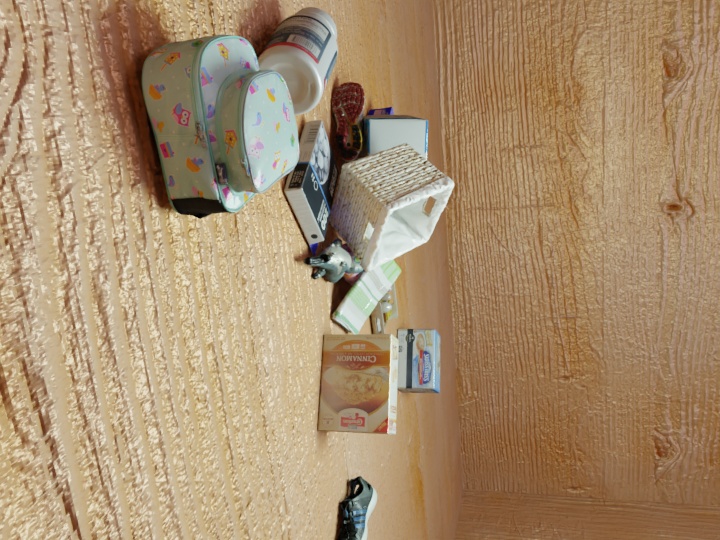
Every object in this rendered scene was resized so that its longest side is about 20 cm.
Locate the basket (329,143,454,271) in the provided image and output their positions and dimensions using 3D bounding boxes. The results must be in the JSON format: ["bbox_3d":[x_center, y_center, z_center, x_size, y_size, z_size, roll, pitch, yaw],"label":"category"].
[{"bbox_3d":[0.062,-0.142,1.298,0.199,0.161,0.199,-25,153,-30],"label":"basket"}]

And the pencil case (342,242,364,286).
[{"bbox_3d":[0.000,0.000,1.432,0.200,0.087,0.088,55,36,-64],"label":"pencil case"}]

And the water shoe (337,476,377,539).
[{"bbox_3d":[-0.024,0.559,1.358,0.079,0.071,0.200,53,29,-16],"label":"water shoe"}]

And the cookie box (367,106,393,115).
[{"bbox_3d":[0.064,-0.332,1.711,0.172,0.075,0.201,-76,157,-45],"label":"cookie box"}]

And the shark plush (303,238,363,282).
[{"bbox_3d":[-0.062,-0.003,1.233,0.091,0.083,0.200,49,11,2],"label":"shark plush"}]

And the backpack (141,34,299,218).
[{"bbox_3d":[-0.170,-0.186,0.740,0.176,0.152,0.201,-55,134,-56],"label":"backpack"}]

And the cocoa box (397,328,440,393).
[{"bbox_3d":[0.197,0.305,2.012,0.133,0.130,0.202,46,44,-67],"label":"cocoa box"}]

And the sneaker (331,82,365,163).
[{"bbox_3d":[-0.030,-0.348,1.413,0.082,0.077,0.202,83,11,-79],"label":"sneaker"}]

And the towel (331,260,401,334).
[{"bbox_3d":[0.020,0.054,1.406,0.200,0.031,0.149,-53,156,-6],"label":"towel"}]

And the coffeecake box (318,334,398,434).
[{"bbox_3d":[-0.002,0.240,1.271,0.073,0.152,0.202,44,47,-67],"label":"coffeecake box"}]

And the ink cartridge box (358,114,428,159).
[{"bbox_3d":[0.072,-0.304,1.478,0.200,0.143,0.148,-118,-154,-70],"label":"ink cartridge box"}]

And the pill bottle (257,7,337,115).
[{"bbox_3d":[-0.103,-0.372,1.044,0.201,0.119,0.120,-76,158,-44],"label":"pill bottle"}]

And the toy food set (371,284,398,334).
[{"bbox_3d":[0.077,0.115,1.736,0.200,0.060,0.145,-56,141,-63],"label":"toy food set"}]

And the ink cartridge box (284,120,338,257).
[{"bbox_3d":[-0.087,-0.162,1.220,0.201,0.043,0.199,72,23,-50],"label":"ink cartridge box"}]
